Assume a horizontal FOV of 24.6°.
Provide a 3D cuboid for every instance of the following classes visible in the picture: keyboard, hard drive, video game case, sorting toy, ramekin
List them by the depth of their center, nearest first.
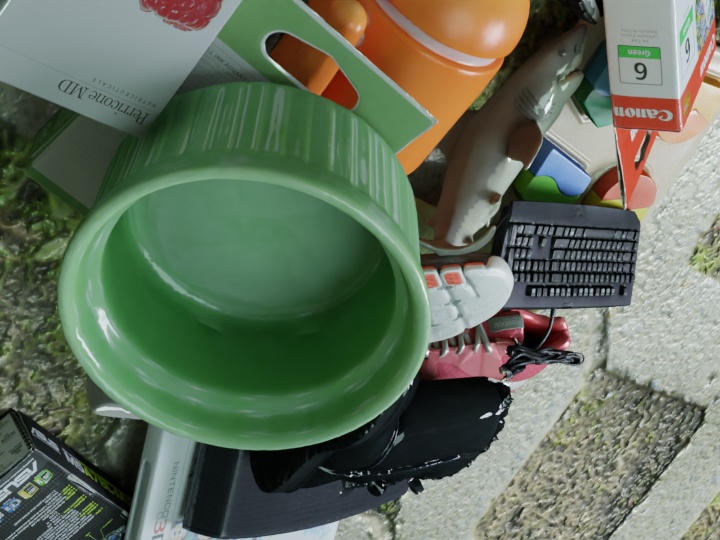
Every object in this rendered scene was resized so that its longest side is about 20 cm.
[{"bbox_3d":[-0.059,-0.005,0.901,0.198,0.098,0.201,2,131,2],"label":"ramekin"},{"bbox_3d":[0.145,0.016,1.180,0.199,0.020,0.128,0,103,-53],"label":"keyboard"},{"bbox_3d":[-0.030,0.129,1.211,0.199,0.042,0.136,-7,122,-40],"label":"hard drive"},{"bbox_3d":[0.187,-0.094,1.214,0.199,0.037,0.186,7,124,-41],"label":"sorting toy"},{"bbox_3d":[-0.084,0.162,1.235,0.199,0.024,0.184,-8,123,-41],"label":"video game case"}]

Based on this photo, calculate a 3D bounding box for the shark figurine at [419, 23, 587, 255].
[{"bbox_3d":[0.065,-0.072,1.086,0.215,0.089,0.128,-55,177,-33],"label":"shark figurine"}]

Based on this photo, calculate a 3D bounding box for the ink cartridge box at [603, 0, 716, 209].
[{"bbox_3d":[0.200,-0.149,1.084,0.109,0.050,0.201,-59,146,-45],"label":"ink cartridge box"}]

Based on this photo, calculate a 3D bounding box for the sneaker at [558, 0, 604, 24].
[{"bbox_3d":[0.128,-0.233,1.007,0.088,0.076,0.200,-44,141,-1],"label":"sneaker"}]

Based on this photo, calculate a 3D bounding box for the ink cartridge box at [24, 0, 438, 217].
[{"bbox_3d":[-0.074,-0.081,0.934,0.145,0.048,0.200,38,121,-24],"label":"ink cartridge box"}]

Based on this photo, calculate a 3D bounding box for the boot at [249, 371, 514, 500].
[{"bbox_3d":[0.031,0.094,1.107,0.161,0.074,0.198,-1,151,-33],"label":"boot"}]

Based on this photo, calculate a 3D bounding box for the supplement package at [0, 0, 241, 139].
[{"bbox_3d":[-0.117,-0.191,0.822,0.121,0.120,0.200,20,116,-46],"label":"supplement package"}]

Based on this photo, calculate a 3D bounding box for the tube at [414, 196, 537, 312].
[{"bbox_3d":[0.068,-0.014,1.192,0.199,0.052,0.058,17,98,-46],"label":"tube"}]

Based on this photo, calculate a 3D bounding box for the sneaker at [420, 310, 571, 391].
[{"bbox_3d":[0.073,0.044,1.203,0.199,0.074,0.087,5,157,-41],"label":"sneaker"}]

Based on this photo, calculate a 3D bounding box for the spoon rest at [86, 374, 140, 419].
[{"bbox_3d":[-0.133,-0.006,1.054,0.099,0.061,0.201,11,109,-34],"label":"spoon rest"}]

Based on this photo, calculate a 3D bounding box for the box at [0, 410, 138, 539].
[{"bbox_3d":[-0.261,0.212,1.177,0.200,0.048,0.193,-40,144,2],"label":"box"}]

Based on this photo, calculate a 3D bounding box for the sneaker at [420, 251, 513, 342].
[{"bbox_3d":[0.000,0.000,1.089,0.198,0.082,0.077,-7,141,1],"label":"sneaker"}]

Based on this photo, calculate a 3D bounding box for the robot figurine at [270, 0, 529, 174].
[{"bbox_3d":[0.023,-0.136,0.975,0.143,0.117,0.200,20,129,-27],"label":"robot figurine"}]
